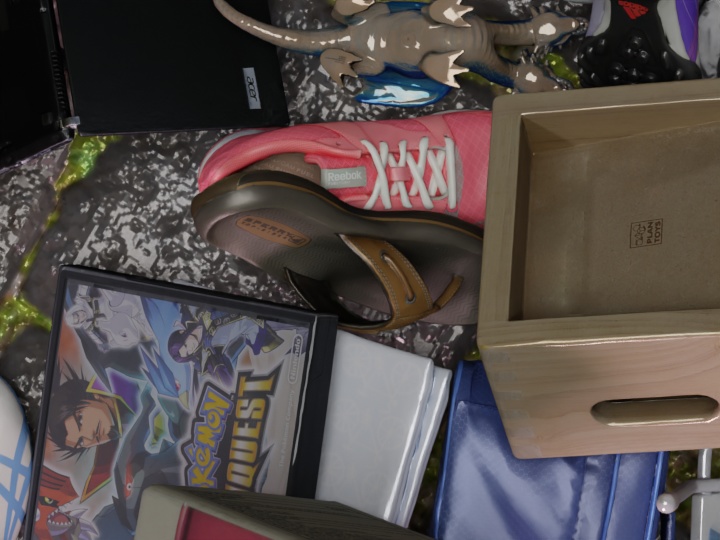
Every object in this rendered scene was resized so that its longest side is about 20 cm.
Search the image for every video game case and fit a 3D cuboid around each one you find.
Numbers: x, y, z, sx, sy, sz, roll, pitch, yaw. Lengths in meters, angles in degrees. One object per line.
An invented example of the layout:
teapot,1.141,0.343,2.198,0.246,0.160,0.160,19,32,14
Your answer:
video game case,-0.103,0.108,1.612,0.180,0.025,0.201,10,94,35

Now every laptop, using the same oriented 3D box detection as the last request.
laptop,-0.160,-0.134,1.632,0.199,0.103,0.178,-23,67,31

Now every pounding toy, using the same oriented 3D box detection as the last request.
pounding toy,0.171,0.020,1.484,0.199,0.142,0.185,-4,54,13

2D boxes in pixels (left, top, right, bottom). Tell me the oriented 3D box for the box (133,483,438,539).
box,-0.013,0.180,1.454,0.127,0.200,0.109,9,93,-36

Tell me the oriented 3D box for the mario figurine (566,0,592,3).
mario figurine,0.072,-0.202,1.590,0.199,0.123,0.106,-2,76,19

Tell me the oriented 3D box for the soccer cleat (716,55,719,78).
soccer cleat,0.260,-0.145,1.552,0.068,0.073,0.200,37,78,25

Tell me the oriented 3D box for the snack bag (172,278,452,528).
snack bag,-0.055,0.121,1.609,0.188,0.021,0.201,18,93,33

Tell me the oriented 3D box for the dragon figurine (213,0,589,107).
dragon figurine,0.021,-0.120,1.601,0.199,0.099,0.059,2,85,13

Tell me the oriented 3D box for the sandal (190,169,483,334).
sandal,0.000,0.000,1.577,0.082,0.200,0.055,-36,47,38

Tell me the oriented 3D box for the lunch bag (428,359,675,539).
lunch bag,0.100,0.151,1.569,0.132,0.136,0.201,8,88,2

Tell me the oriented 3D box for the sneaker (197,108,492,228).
sneaker,0.007,-0.046,1.604,0.199,0.087,0.074,-5,93,7

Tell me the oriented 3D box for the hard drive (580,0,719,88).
hard drive,0.225,-0.150,1.599,0.139,0.038,0.201,30,96,5

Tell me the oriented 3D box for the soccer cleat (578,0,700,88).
soccer cleat,0.149,-0.145,1.512,0.068,0.200,0.073,18,57,24

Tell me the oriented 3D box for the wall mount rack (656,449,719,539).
wall mount rack,0.198,0.170,1.561,0.173,0.074,0.201,-1,93,-36

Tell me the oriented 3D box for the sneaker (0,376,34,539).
sneaker,-0.230,0.152,1.649,0.072,0.072,0.201,14,93,8
